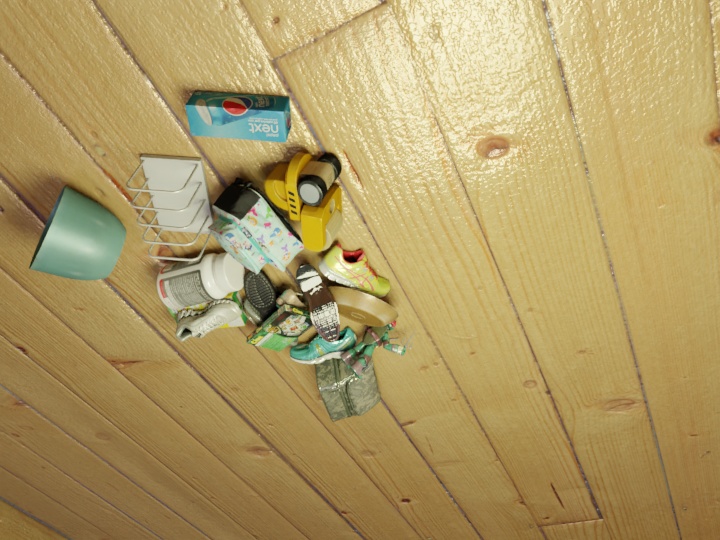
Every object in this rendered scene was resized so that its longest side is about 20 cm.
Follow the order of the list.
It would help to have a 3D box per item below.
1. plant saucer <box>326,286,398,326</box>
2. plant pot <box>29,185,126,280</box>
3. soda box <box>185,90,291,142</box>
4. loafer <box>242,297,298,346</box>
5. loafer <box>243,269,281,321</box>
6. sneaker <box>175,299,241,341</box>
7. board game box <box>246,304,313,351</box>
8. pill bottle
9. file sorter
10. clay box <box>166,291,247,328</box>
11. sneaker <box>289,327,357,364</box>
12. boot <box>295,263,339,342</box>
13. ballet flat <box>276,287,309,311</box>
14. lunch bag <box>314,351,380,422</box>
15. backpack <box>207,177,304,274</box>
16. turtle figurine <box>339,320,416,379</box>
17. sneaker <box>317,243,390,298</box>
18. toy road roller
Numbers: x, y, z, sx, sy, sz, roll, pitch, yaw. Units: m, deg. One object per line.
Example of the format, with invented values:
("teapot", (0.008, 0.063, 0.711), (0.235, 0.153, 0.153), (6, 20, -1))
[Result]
("plant saucer", (-0.003, 0.097, 1.405), (0.197, 0.036, 0.201), (18, 163, 6))
("plant pot", (-0.645, -0.070, 1.309), (0.159, 0.203, 0.200), (24, 132, -32))
("soda box", (-0.240, -0.307, 1.121), (0.196, 0.065, 0.069), (4, 133, 3))
("loafer", (-0.254, 0.151, 1.526), (0.069, 0.076, 0.200), (-28, 123, 24))
("loafer", (-0.242, 0.070, 1.453), (0.072, 0.072, 0.202), (-17, 125, 6))
("sneaker", (-0.396, 0.134, 1.464), (0.197, 0.082, 0.076), (-18, 126, 20))
("board game box", (-0.201, 0.151, 1.443), (0.103, 0.024, 0.199), (19, 140, -33))
("pill bottle", (-0.395, 0.023, 1.404), (0.196, 0.115, 0.115), (-13, 129, 19))
("file sorter", (-0.421, -0.134, 1.260), (0.136, 0.126, 0.202), (5, 133, 4))
("clay box", (-0.415, 0.103, 1.524), (0.196, 0.048, 0.116), (-4, 131, 12))
("sneaker", (-0.105, 0.202, 1.563), (0.196, 0.078, 0.081), (-14, 121, 6))
("boot", (-0.101, 0.072, 1.381), (0.073, 0.097, 0.203), (-21, 102, -4))
("ballet flat", (-0.136, 0.097, 1.460), (0.067, 0.068, 0.199), (26, 175, 37))
("lunch bag", (-0.032, 0.320, 1.615), (0.164, 0.141, 0.202), (-15, 131, -1))
("backpack", (-0.227, -0.082, 1.243), (0.200, 0.177, 0.152), (41, 80, -32))
("turtle figurine", (0.044, 0.191, 1.497), (0.199, 0.149, 0.101), (-39, 106, -11))
("sneaker", (0.000, 0.000, 1.360), (0.198, 0.079, 0.091), (24, 111, -27))
("toy road roller", (-0.121, -0.153, 1.210), (0.143, 0.124, 0.203), (10, 131, 16))
